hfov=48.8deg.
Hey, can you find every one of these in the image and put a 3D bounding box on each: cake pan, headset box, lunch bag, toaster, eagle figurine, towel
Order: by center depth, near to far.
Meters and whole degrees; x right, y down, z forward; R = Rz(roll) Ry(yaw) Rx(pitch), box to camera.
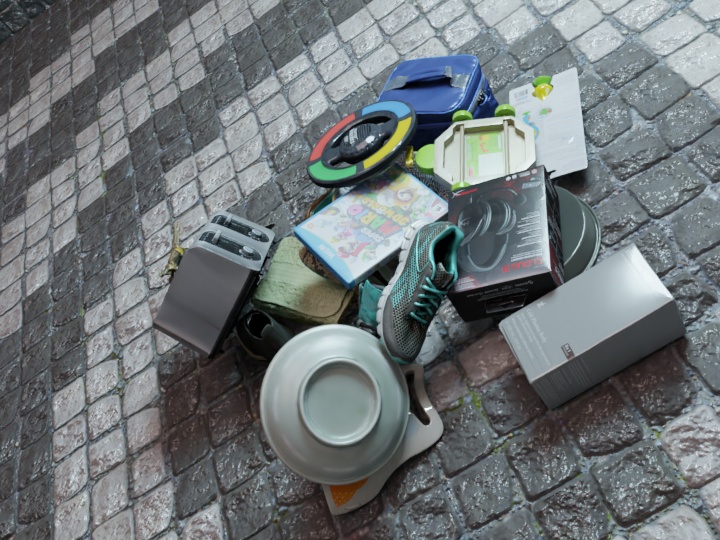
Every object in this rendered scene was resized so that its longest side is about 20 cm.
[{"bbox_3d":[0.196,-0.028,1.082,0.146,0.077,0.203,-13,50,26],"label":"headset box"},{"bbox_3d":[0.244,-0.043,1.142,0.197,0.037,0.203,-19,48,22],"label":"cake pan"},{"bbox_3d":[-0.226,0.022,1.239,0.202,0.117,0.181,-61,7,20],"label":"toaster"},{"bbox_3d":[-0.082,0.012,1.283,0.197,0.037,0.150,8,62,38],"label":"towel"},{"bbox_3d":[0.131,-0.279,1.333,0.197,0.133,0.138,4,59,37],"label":"lunch bag"},{"bbox_3d":[-0.252,-0.012,1.411,0.195,0.151,0.156,2,92,6],"label":"eagle figurine"}]

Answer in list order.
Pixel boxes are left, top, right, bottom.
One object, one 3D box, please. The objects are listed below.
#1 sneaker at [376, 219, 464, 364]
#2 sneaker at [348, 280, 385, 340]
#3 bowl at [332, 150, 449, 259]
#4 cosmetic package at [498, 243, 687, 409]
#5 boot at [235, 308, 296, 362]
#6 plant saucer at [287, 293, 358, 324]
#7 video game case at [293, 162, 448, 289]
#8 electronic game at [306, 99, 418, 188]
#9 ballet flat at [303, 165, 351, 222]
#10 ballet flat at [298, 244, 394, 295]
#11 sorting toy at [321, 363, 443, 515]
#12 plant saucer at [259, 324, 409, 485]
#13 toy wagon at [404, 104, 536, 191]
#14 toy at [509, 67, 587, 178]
[{"bbox_3d":[0.082,0.021,1.029,0.091,0.077,0.204,-13,59,57],"label":"sneaker"},{"bbox_3d":[0.004,0.079,1.086,0.198,0.123,0.083,-22,38,-39],"label":"sneaker"},{"bbox_3d":[0.060,-0.084,1.244,0.196,0.095,0.204,-6,50,7],"label":"bowl"},{"bbox_3d":[0.289,0.071,0.989,0.198,0.090,0.108,-35,44,11],"label":"cosmetic package"},{"bbox_3d":[-0.159,0.089,1.246,0.198,0.139,0.078,20,69,44],"label":"boot"},{"bbox_3d":[-0.068,-0.005,1.334,0.197,0.031,0.203,-19,48,22],"label":"plant saucer"},{"bbox_3d":[0.018,-0.072,1.168,0.198,0.018,0.143,-35,54,-18],"label":"video game case"},{"bbox_3d":[0.001,-0.202,1.257,0.197,0.042,0.202,-23,37,18],"label":"electronic game"},{"bbox_3d":[-0.029,-0.127,1.369,0.200,0.068,0.072,-45,13,-26],"label":"ballet flat"},{"bbox_3d":[0.000,0.000,1.184,0.198,0.076,0.068,34,49,6],"label":"ballet flat"},{"bbox_3d":[0.016,0.199,1.091,0.176,0.108,0.202,-16,46,-3],"label":"sorting toy"},{"bbox_3d":[-0.028,0.167,1.001,0.202,0.198,0.050,-56,3,-15],"label":"plant saucer"},{"bbox_3d":[0.166,-0.175,1.202,0.195,0.040,0.158,-5,55,15],"label":"toy wagon"},{"bbox_3d":[0.293,-0.213,1.231,0.113,0.047,0.204,-14,56,27],"label":"toy"}]
